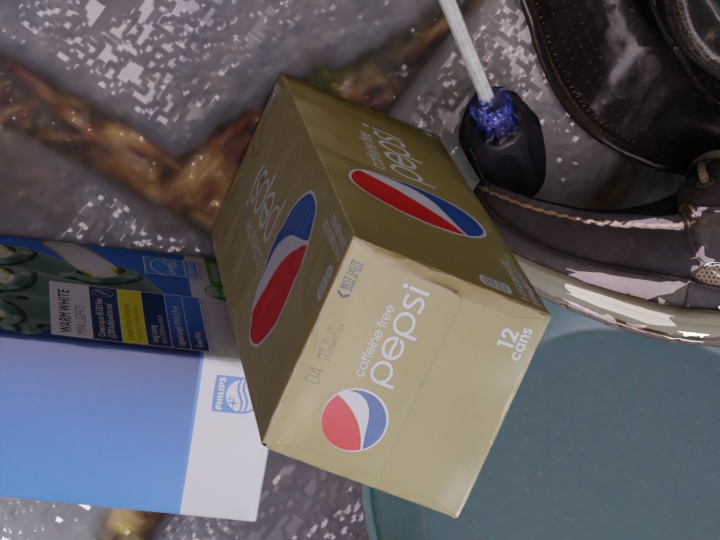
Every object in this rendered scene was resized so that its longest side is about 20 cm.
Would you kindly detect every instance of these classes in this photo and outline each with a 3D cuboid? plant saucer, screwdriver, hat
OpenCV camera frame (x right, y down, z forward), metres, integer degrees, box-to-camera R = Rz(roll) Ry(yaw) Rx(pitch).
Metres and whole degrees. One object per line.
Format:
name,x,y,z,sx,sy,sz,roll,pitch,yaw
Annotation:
plant saucer,0.097,0.081,0.836,0.199,0.201,0.036,-2,151,-8
screwdriver,0.038,-0.057,0.762,0.028,0.200,0.029,-12,76,8
hat,0.154,-0.108,0.809,0.200,0.081,0.201,-3,108,-8

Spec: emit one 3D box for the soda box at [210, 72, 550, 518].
soda box,0.000,0.000,0.758,0.064,0.200,0.068,21,104,-14

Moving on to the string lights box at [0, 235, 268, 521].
string lights box,-0.132,0.029,0.800,0.199,0.103,0.059,7,108,-11

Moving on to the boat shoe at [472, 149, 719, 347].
boat shoe,0.132,-0.009,0.817,0.199,0.074,0.074,13,95,-9
